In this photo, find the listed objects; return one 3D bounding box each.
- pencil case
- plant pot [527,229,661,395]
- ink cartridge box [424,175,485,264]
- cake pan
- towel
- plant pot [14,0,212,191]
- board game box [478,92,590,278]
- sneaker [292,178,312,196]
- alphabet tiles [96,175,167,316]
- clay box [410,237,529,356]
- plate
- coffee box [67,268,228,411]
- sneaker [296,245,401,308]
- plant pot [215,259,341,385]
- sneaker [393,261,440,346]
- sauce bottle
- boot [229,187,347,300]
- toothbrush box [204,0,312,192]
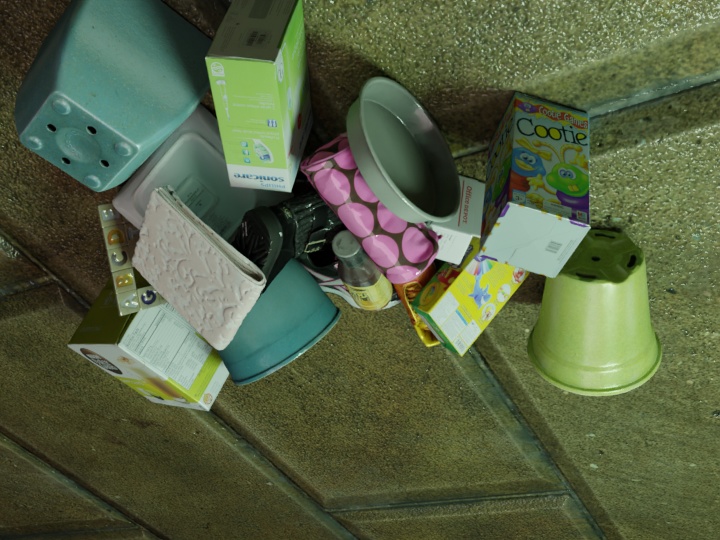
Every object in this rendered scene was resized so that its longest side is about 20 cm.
[{"bbox_3d":[0.017,-0.083,1.009,0.094,0.091,0.200,-41,110,-5],"label":"pencil case"},{"bbox_3d":[0.347,0.049,1.178,0.200,0.200,0.184,1,128,14],"label":"plant pot"},{"bbox_3d":[0.098,-0.083,1.124,0.200,0.116,0.067,16,139,-3],"label":"ink cartridge box"},{"bbox_3d":[0.053,-0.145,0.996,0.037,0.200,0.200,-27,127,33],"label":"cake pan"},{"bbox_3d":[-0.225,0.000,1.084,0.191,0.032,0.200,44,143,4],"label":"towel"},{"bbox_3d":[-0.320,-0.220,1.007,0.196,0.200,0.196,36,136,-25],"label":"plant pot"},{"bbox_3d":[0.217,-0.109,0.996,0.103,0.200,0.105,16,141,-4],"label":"board game box"},{"bbox_3d":[-0.099,-0.081,1.178,0.200,0.116,0.076,8,140,5],"label":"sneaker"},{"bbox_3d":[-0.309,-0.048,1.213,0.008,0.167,0.200,4,106,48],"label":"alphabet tiles"},{"bbox_3d":[0.176,0.017,1.203,0.048,0.200,0.115,25,159,50],"label":"clay box"},{"bbox_3d":[-0.228,-0.100,1.123,0.200,0.032,0.200,43,101,2],"label":"plate"},{"bbox_3d":[-0.326,0.094,1.337,0.200,0.200,0.198,-5,140,48],"label":"coffee box"},{"bbox_3d":[-0.018,0.003,1.285,0.200,0.080,0.086,7,139,5],"label":"sneaker"},{"bbox_3d":[-0.164,0.042,1.229,0.200,0.200,0.188,-25,103,36],"label":"plant pot"},{"bbox_3d":[0.095,0.040,1.218,0.073,0.077,0.200,-21,133,11],"label":"sneaker"},{"bbox_3d":[0.000,0.000,1.131,0.066,0.066,0.200,0,157,14],"label":"sauce bottle"},{"bbox_3d":[-0.097,-0.037,1.090,0.079,0.158,0.211,55,143,10],"label":"boot"},{"bbox_3d":[-0.119,-0.221,0.996,0.086,0.146,0.200,7,139,6],"label":"toothbrush box"}]
